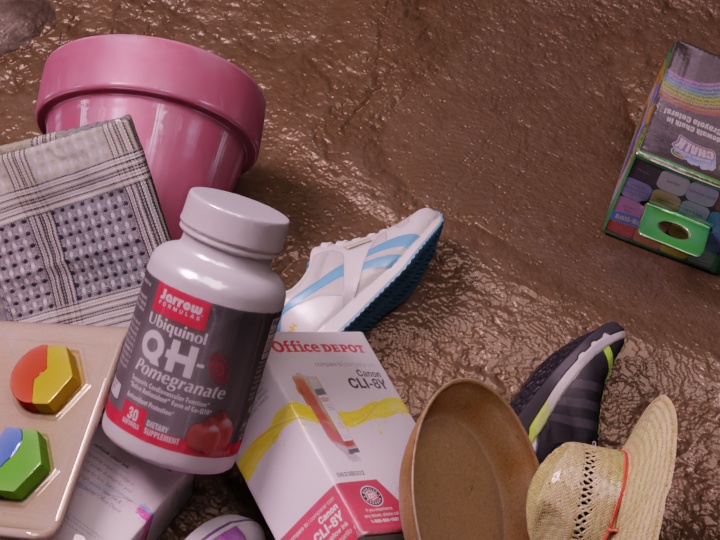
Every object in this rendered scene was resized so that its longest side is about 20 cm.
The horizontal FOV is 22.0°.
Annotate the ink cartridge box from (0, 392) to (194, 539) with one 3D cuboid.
[{"bbox_3d":[-0.211,0.177,1.483,0.116,0.068,0.200,32,58,13],"label":"ink cartridge box"}]

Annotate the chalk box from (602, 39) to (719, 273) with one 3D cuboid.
[{"bbox_3d":[0.309,-0.089,1.728,0.123,0.124,0.201,22,55,4],"label":"chalk box"}]

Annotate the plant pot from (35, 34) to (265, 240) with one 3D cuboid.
[{"bbox_3d":[-0.192,-0.080,1.601,0.198,0.200,0.181,9,69,-3],"label":"plant pot"}]

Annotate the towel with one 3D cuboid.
[{"bbox_3d":[-0.241,-0.015,1.507,0.198,0.195,0.034,-12,11,28],"label":"towel"}]

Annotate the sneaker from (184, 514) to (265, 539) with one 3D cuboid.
[{"bbox_3d":[-0.105,0.262,1.403,0.113,0.073,0.200,12,31,28],"label":"sneaker"}]

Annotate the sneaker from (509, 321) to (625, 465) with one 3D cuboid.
[{"bbox_3d":[0.176,0.129,1.600,0.083,0.072,0.200,48,59,-5],"label":"sneaker"}]

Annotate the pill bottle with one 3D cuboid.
[{"bbox_3d":[-0.120,0.044,1.417,0.110,0.202,0.111,17,11,-3],"label":"pill bottle"}]

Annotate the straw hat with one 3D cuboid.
[{"bbox_3d":[0.176,0.185,1.463,0.084,0.202,0.203,16,54,-6],"label":"straw hat"}]

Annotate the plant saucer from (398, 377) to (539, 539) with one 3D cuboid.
[{"bbox_3d":[0.083,0.186,1.440,0.035,0.200,0.202,-14,45,34],"label":"plant saucer"}]

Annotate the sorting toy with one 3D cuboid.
[{"bbox_3d":[-0.290,0.116,1.451,0.183,0.037,0.201,2,53,24],"label":"sorting toy"}]

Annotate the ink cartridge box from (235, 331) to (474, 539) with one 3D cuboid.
[{"bbox_3d":[-0.021,0.149,1.490,0.144,0.084,0.201,3,47,-49],"label":"ink cartridge box"}]

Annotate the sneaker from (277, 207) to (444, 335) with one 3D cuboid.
[{"bbox_3d":[0.000,0.000,1.639,0.081,0.077,0.200,37,55,18],"label":"sneaker"}]
